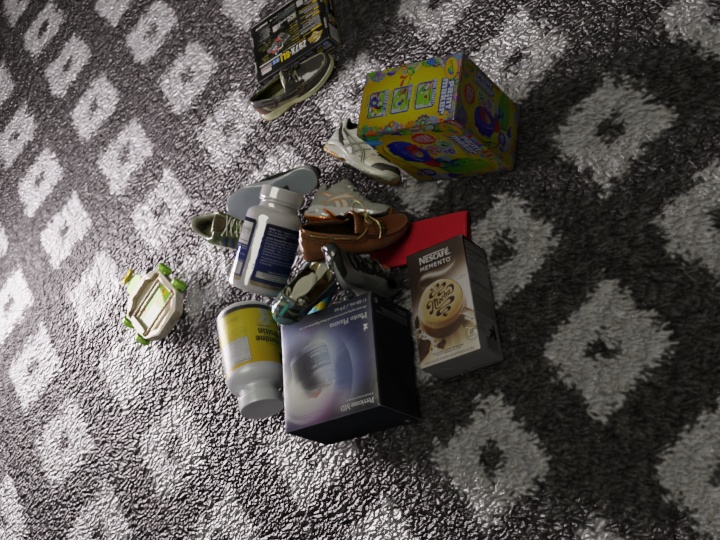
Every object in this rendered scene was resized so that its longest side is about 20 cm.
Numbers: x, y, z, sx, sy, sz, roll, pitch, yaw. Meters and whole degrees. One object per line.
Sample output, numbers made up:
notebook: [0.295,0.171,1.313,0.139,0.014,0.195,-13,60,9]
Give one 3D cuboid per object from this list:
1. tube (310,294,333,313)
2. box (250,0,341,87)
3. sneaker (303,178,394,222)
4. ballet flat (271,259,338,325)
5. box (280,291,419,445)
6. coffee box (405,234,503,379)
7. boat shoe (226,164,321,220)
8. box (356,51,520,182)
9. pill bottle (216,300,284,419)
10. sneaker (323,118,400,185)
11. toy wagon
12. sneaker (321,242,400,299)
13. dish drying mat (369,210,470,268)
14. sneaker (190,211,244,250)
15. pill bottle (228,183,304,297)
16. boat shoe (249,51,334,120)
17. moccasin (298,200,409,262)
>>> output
tube: [-0.066,0.017,1.682,0.077,0.050,0.200,30,96,47]
box: [-0.142,-0.498,1.953,0.200,0.049,0.160,-27,60,27]
sneaker: [-0.017,-0.128,1.685,0.200,0.076,0.092,6,71,38]
ballet flat: [-0.078,0.019,1.564,0.074,0.074,0.200,-7,31,36]
box: [-0.021,0.167,1.528,0.200,0.123,0.199,-22,60,31]
coffee box: [0.149,0.059,1.468,0.113,0.080,0.201,-23,59,30]
boat shoe: [-0.169,-0.160,1.805,0.199,0.074,0.068,-26,12,17]
box: [0.133,-0.250,1.531,0.192,0.200,0.122,-4,69,38]
pill bottle: [-0.196,0.164,1.673,0.112,0.112,0.200,-31,55,24]
sneaker: [0.011,-0.227,1.700,0.200,0.076,0.088,35,95,41]
toy wagon: [-0.452,0.062,1.966,0.200,0.040,0.155,40,97,42]
sneaker: [0.000,0.000,1.535,0.079,0.200,0.074,-33,55,12]
dish drying mat: [0.102,-0.049,1.593,0.199,0.018,0.077,-12,64,33]
sneaker: [-0.261,-0.079,1.840,0.200,0.090,0.067,6,74,39]
pill bottle: [-0.172,-0.057,1.730,0.111,0.111,0.201,19,93,41]
boat shoe: [-0.145,-0.388,1.896,0.201,0.066,0.072,-33,54,23]
moccasin: [-0.011,-0.072,1.568,0.074,0.201,0.078,-118,24,-54]
